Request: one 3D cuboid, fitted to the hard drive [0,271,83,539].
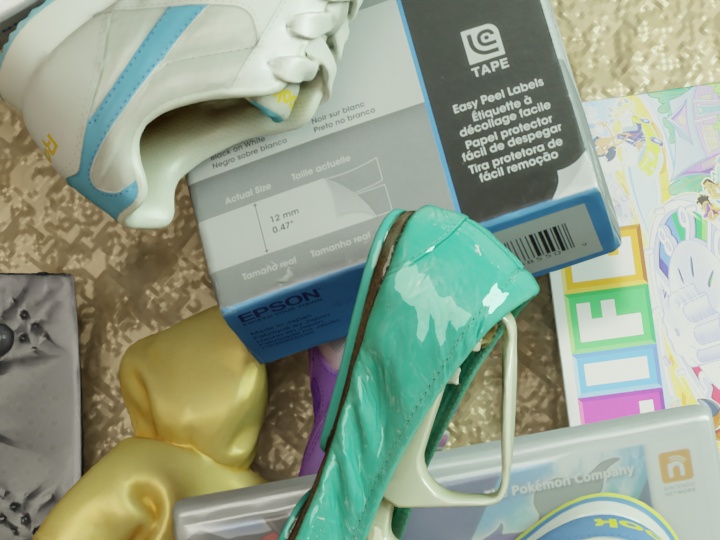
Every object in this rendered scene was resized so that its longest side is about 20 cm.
[{"bbox_3d":[-0.171,0.102,1.141,0.134,0.042,0.202,0,79,8],"label":"hard drive"}]

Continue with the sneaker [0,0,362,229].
[{"bbox_3d":[-0.029,-0.098,1.023,0.200,0.076,0.081,-41,71,5],"label":"sneaker"}]

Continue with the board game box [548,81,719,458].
[{"bbox_3d":[0.142,0.029,1.119,0.133,0.034,0.201,-8,78,6],"label":"board game box"}]

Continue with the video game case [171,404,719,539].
[{"bbox_3d":[0.044,0.155,1.070,0.199,0.023,0.184,-10,98,-2],"label":"video game case"}]

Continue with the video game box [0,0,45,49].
[{"bbox_3d":[-0.119,-0.203,1.078,0.181,0.047,0.201,-30,84,-4],"label":"video game box"}]

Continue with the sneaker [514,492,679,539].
[{"bbox_3d":[0.032,0.157,1.017,0.200,0.082,0.074,-43,99,4],"label":"sneaker"}]

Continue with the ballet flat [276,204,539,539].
[{"bbox_3d":[0.010,0.079,1.001,0.070,0.067,0.201,23,103,15],"label":"ballet flat"}]

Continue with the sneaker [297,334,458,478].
[{"bbox_3d":[0.000,0.000,1.127,0.088,0.081,0.201,10,74,15],"label":"sneaker"}]

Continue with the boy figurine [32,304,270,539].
[{"bbox_3d":[-0.075,0.110,1.098,0.064,0.124,0.202,-7,75,52],"label":"boy figurine"}]

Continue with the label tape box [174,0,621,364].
[{"bbox_3d":[-0.001,-0.084,1.079,0.142,0.066,0.201,-18,69,8],"label":"label tape box"}]
